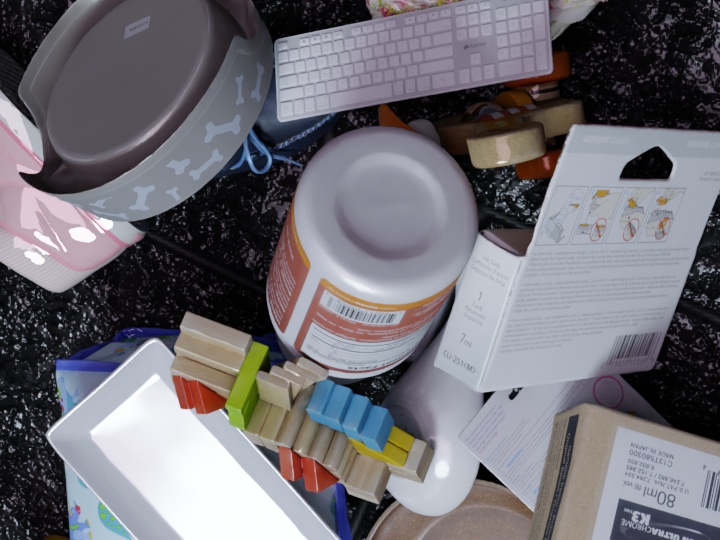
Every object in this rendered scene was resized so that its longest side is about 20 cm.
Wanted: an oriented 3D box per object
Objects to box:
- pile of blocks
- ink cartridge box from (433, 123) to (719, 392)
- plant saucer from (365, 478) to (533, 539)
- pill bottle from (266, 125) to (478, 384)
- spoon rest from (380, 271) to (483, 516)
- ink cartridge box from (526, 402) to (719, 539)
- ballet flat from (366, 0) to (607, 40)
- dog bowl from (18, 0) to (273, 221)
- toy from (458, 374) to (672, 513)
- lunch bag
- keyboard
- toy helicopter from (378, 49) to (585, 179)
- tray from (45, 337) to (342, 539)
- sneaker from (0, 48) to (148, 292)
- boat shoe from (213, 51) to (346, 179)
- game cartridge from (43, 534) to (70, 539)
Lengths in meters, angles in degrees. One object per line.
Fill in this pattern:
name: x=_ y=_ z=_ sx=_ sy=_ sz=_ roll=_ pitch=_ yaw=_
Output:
pile of blocks: x=-0.041 y=0.100 z=1.213 sx=0.199 sy=0.082 sz=0.063 roll=28 pitch=70 yaw=-15
ink cartridge box: x=0.145 y=-0.015 z=1.180 sx=0.043 sy=0.199 sz=0.175 roll=30 pitch=111 yaw=36
plant saucer: x=0.088 y=0.241 z=1.321 sx=0.199 sy=0.037 sz=0.203 roll=6 pitch=101 yaw=32
pill bottle: x=0.000 y=0.000 z=1.180 sx=0.111 sy=0.200 sz=0.113 roll=4 pitch=68 yaw=-10
spoon rest: x=0.053 y=0.070 z=1.292 sx=0.099 sy=0.060 sz=0.202 roll=20 pitch=108 yaw=47
ink cartridge box: x=0.207 y=0.192 z=1.209 sx=0.198 sy=0.075 sz=0.166 roll=16 pitch=76 yaw=-8
ballet flat: x=0.098 y=-0.178 z=1.228 sx=0.198 sy=0.076 sz=0.065 roll=-3 pitch=111 yaw=27
dog bowl: x=-0.143 y=-0.122 z=1.257 sx=0.199 sy=0.201 sz=0.059 roll=-28 pitch=136 yaw=21
toy: x=0.167 y=0.145 z=1.276 sx=0.200 sy=0.047 sz=0.115 roll=42 pitch=67 yaw=2
lunch bag: x=-0.102 y=0.134 z=1.325 sx=0.198 sy=0.127 sz=0.172 roll=1 pitch=103 yaw=26
keyboard: x=0.031 y=-0.138 z=1.211 sx=0.198 sy=0.011 sz=0.057 roll=-8 pitch=75 yaw=28
toy helicopter: x=0.077 y=-0.086 z=1.180 sx=0.131 sy=0.200 sz=0.080 roll=-9 pitch=99 yaw=2
tray: x=-0.107 y=0.148 z=1.260 sx=0.107 sy=0.022 sz=0.200 roll=-40 pitch=96 yaw=11
sneaker: x=-0.253 y=-0.071 z=1.348 sx=0.104 sy=0.075 sz=0.201 roll=-40 pitch=93 yaw=15
boat shoe: x=-0.093 y=-0.092 z=1.300 sx=0.199 sy=0.069 sz=0.085 roll=-27 pitch=94 yaw=19
game cartridge: x=-0.189 y=0.258 z=1.339 sx=0.175 sy=0.200 sz=0.033 roll=11 pitch=108 yaw=13
